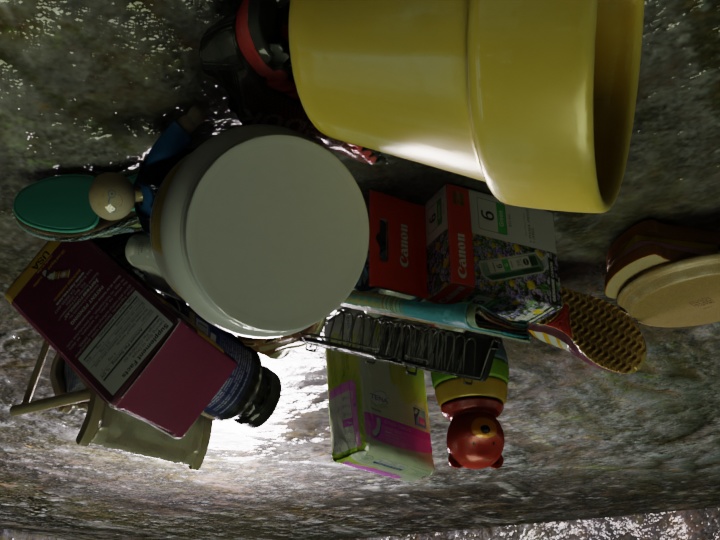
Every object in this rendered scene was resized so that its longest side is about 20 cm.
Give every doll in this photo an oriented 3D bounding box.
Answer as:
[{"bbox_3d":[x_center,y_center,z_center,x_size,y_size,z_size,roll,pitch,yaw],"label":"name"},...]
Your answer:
[{"bbox_3d":[-0.137,-0.075,0.725,0.195,0.049,0.140,-7,118,-19],"label":"doll"}]

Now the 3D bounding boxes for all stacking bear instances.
[{"bbox_3d":[0.145,0.154,1.074,0.118,0.205,0.114,6,154,-14],"label":"stacking bear"}]

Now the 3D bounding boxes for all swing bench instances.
[{"bbox_3d":[-0.327,0.172,1.125,0.197,0.133,0.198,7,165,40],"label":"swing bench"}]

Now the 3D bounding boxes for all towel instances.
[{"bbox_3d":[0.051,0.037,0.795,0.196,0.022,0.146,9,175,33],"label":"towel"}]

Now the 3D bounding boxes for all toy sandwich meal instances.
[{"bbox_3d":[0.371,0.003,0.928,0.199,0.072,0.206,-3,156,-1],"label":"toy sandwich meal"}]

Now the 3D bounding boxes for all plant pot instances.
[{"bbox_3d":[0.066,-0.142,0.500,0.185,0.205,0.201,5,158,25],"label":"plant pot"}]

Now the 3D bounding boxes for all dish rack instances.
[{"bbox_3d":[0.038,0.076,0.851,0.151,0.056,0.198,6,173,37],"label":"dish rack"}]

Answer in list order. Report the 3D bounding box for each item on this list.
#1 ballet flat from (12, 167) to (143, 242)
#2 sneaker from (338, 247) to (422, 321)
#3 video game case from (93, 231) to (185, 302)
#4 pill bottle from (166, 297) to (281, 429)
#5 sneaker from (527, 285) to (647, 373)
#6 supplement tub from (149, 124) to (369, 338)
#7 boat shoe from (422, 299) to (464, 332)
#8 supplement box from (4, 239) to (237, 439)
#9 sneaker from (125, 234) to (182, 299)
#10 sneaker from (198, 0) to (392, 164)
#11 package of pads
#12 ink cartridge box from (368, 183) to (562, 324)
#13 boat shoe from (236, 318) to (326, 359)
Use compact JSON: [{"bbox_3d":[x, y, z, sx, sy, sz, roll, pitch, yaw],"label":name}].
[{"bbox_3d":[-0.234,-0.059,0.796,0.195,0.076,0.075,-4,154,12],"label":"ballet flat"},{"bbox_3d":[0.000,0.000,0.923,0.197,0.079,0.086,8,149,-38],"label":"sneaker"},{"bbox_3d":[-0.202,-0.005,0.960,0.141,0.019,0.199,-18,150,33],"label":"video game case"},{"bbox_3d":[-0.200,0.130,1.090,0.110,0.114,0.199,-20,136,36],"label":"pill bottle"},{"bbox_3d":[0.246,0.059,0.991,0.197,0.076,0.090,29,176,4],"label":"sneaker"},{"bbox_3d":[-0.080,-0.029,0.614,0.142,0.149,0.199,9,-179,-18],"label":"supplement tub"},{"bbox_3d":[0.106,0.031,0.944,0.064,0.076,0.202,27,177,-4],"label":"boat shoe"},{"bbox_3d":[-0.243,0.060,0.842,0.198,0.104,0.131,35,170,28],"label":"supplement box"},{"bbox_3d":[-0.182,-0.002,0.862,0.084,0.077,0.200,6,163,11],"label":"sneaker"},{"bbox_3d":[-0.046,-0.137,0.634,0.096,0.073,0.199,-8,157,32],"label":"sneaker"},{"bbox_3d":[0.022,0.164,1.094,0.067,0.204,0.153,-27,143,33],"label":"package of pads"},{"bbox_3d":[0.105,-0.022,0.820,0.196,0.112,0.050,13,152,-24],"label":"ink cartridge box"},{"bbox_3d":[-0.100,0.061,1.032,0.072,0.077,0.200,16,149,-23],"label":"boat shoe"}]
